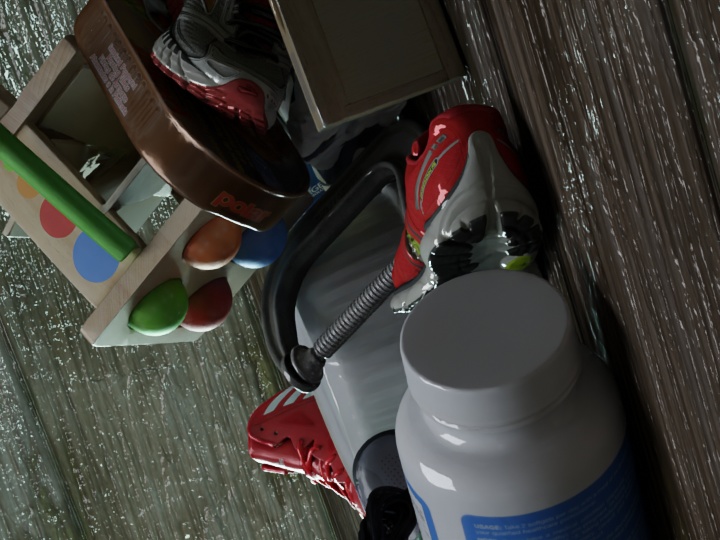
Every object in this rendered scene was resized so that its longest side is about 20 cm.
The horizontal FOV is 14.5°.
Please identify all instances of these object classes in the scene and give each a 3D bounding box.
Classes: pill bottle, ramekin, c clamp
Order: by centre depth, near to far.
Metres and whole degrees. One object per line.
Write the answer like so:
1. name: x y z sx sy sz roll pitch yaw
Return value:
1. pill bottle: 0.079 0.099 1.371 0.112 0.112 0.200 -117 9 -48
2. c clamp: 0.000 0.000 1.649 0.200 0.027 0.171 -43 41 38
3. ramekin: 0.020 0.050 1.789 0.200 0.105 0.200 159 90 -85

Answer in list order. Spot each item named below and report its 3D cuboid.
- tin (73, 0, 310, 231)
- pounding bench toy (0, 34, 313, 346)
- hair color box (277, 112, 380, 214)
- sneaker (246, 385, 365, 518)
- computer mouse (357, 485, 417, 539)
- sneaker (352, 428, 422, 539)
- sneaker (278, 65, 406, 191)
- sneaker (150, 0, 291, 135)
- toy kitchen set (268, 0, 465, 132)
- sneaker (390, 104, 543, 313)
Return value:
1. tin: -0.101 -0.098 1.638 0.112 0.042 0.200 27 -157 -43
2. pounding bench toy: -0.148 -0.041 1.669 0.156 0.124 0.200 47 -160 19
3. hair color box: -0.048 -0.078 1.855 0.200 0.060 0.100 35 -155 -58
4. sneaker: -0.014 0.141 1.908 0.200 0.115 0.078 -94 -11 -58
5. computer mouse: 0.077 0.189 1.503 0.140 0.200 0.046 -88 24 -61
6. sneaker: 0.077 0.168 1.626 0.200 0.074 0.088 46 174 -2
7. sneaker: -0.028 -0.130 1.706 0.130 0.079 0.199 58 -179 18
8. sneaker: -0.070 -0.147 1.624 0.078 0.082 0.200 31 -158 -20
9. toy kitchen set: -0.062 -0.153 1.530 0.200 0.163 0.181 163 86 -85
10. sneaker: 0.053 -0.032 1.428 0.200 0.077 0.085 114 147 -72
